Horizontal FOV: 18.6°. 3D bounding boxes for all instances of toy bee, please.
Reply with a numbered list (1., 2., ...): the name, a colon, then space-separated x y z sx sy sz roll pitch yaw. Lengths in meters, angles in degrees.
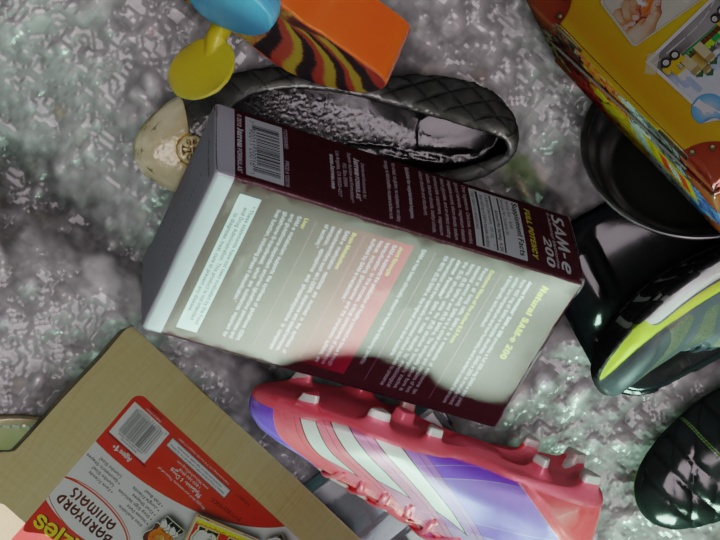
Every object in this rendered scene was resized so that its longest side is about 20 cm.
1. toy bee: -0.071 -0.161 1.088 0.131 0.109 0.200 -46 116 -31

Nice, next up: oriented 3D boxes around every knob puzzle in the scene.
1. knob puzzle: -0.124 0.161 1.141 0.219 0.030 0.221 0 90 -21

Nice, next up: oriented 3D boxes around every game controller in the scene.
1. game controller: 0.202 -0.016 1.193 0.200 0.042 0.105 -29 91 -3

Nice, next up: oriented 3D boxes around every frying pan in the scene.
1. frying pan: 0.203 -0.077 1.159 0.190 0.115 0.031 -27 151 -17

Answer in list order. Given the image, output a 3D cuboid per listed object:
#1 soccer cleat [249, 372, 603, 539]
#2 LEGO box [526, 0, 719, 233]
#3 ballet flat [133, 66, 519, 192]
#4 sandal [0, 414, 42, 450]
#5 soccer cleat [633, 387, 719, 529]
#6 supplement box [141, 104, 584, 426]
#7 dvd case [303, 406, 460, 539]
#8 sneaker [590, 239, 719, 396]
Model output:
1. soccer cleat: 0.032 0.111 1.156 0.199 0.067 0.077 17 102 -13
2. LEGO box: 0.209 -0.138 1.102 0.200 0.077 0.149 -41 65 1
3. ballet flat: -0.017 -0.071 1.129 0.199 0.057 0.067 -5 103 -8
4. sandal: -0.228 0.121 1.131 0.211 0.070 0.078 0 103 -9
5. soccer cleat: 0.243 0.087 1.194 0.199 0.081 0.068 -25 105 -3
6. supplement box: 0.000 0.000 1.120 0.199 0.061 0.109 17 126 -17
7. dvd case: 0.037 0.188 1.215 0.146 0.022 0.200 -36 106 0
8. sneaker: 0.212 0.018 1.139 0.200 0.074 0.081 -29 94 0
